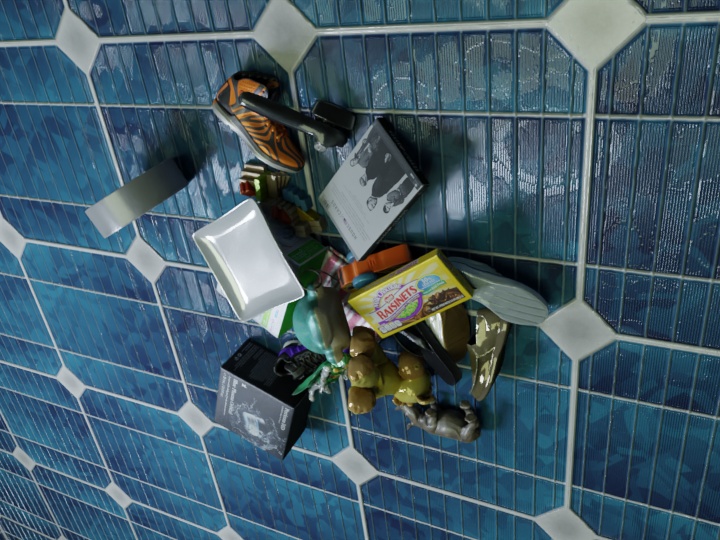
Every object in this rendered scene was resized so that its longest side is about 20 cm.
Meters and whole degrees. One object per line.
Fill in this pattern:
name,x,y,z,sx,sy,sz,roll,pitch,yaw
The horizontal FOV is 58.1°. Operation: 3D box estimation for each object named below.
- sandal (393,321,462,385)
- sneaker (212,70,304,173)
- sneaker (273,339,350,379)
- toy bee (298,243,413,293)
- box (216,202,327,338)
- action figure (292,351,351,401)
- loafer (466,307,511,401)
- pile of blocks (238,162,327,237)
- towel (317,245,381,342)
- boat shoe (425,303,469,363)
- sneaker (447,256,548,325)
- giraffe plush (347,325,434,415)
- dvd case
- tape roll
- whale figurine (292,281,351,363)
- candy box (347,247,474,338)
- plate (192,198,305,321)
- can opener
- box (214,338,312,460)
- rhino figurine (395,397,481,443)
sandal,0.104,0.131,1.185,0.200,0.043,0.076,48,159,18
sneaker,-0.161,-0.267,1.138,0.200,0.078,0.112,40,123,-8
sneaker,-0.108,0.190,1.379,0.199,0.100,0.070,-19,111,38
toy bee,0.000,0.000,1.199,0.199,0.132,0.109,6,162,9
box,-0.183,0.000,1.294,0.176,0.097,0.201,35,130,18
action figure,-0.062,0.212,1.325,0.055,0.118,0.200,58,150,16
loafer,0.227,0.146,1.179,0.067,0.076,0.201,20,117,19
pile of blocks,-0.154,-0.133,1.228,0.199,0.062,0.082,33,130,8
towel,-0.022,0.057,1.293,0.200,0.030,0.147,38,130,4
boat shoe,0.144,0.073,1.186,0.069,0.071,0.201,6,118,51
sneaker,0.227,0.025,1.102,0.199,0.071,0.073,26,123,1
giraffe plush,0.062,0.208,1.248,0.161,0.173,0.201,1,133,3
dvd case,0.016,-0.134,1.106,0.200,0.025,0.151,-49,64,38
tape roll,-0.446,-0.146,1.300,0.200,0.200,0.066,-19,110,37
whale figurine,-0.081,0.102,1.210,0.103,0.200,0.160,-16,93,5
candy box,0.082,0.043,1.101,0.200,0.026,0.102,-29,112,34
plate,-0.206,-0.017,1.217,0.199,0.032,0.200,-23,99,40
can opener,-0.110,-0.257,1.093,0.199,0.063,0.079,16,88,-11
box,-0.222,0.300,1.508,0.199,0.117,0.197,25,129,13
rhino figurine,0.156,0.303,1.325,0.199,0.060,0.088,3,131,32
